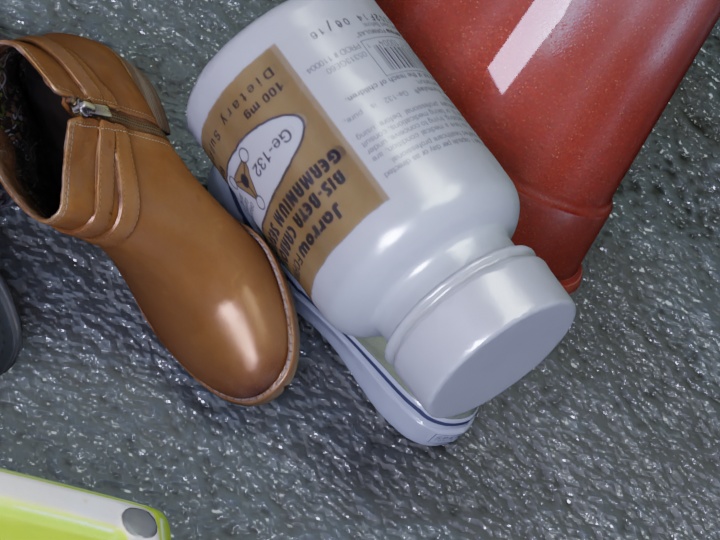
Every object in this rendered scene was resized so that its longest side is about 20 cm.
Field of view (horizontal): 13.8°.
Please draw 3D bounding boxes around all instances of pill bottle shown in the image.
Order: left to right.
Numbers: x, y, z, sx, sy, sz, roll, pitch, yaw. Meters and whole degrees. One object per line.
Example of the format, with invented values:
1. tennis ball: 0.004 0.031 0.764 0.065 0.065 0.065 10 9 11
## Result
1. pill bottle: 0.012 -0.032 1.459 0.114 0.114 0.200 -15 62 -46

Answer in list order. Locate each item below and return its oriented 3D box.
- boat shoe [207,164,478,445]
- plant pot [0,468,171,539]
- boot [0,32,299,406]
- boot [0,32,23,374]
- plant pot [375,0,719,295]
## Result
1. boat shoe: 0.000 0.000 1.545 0.200 0.062 0.072 48 38 17
2. plant pot: -0.171 0.179 1.117 0.199 0.182 0.200 17 41 -23
3. boot: -0.107 -0.025 1.410 0.200 0.077 0.155 67 14 8
4. boot: -0.179 -0.044 1.458 0.174 0.069 0.200 -13 64 -55
5. plant pot: 0.090 -0.123 1.598 0.201 0.195 0.201 31 18 -12
